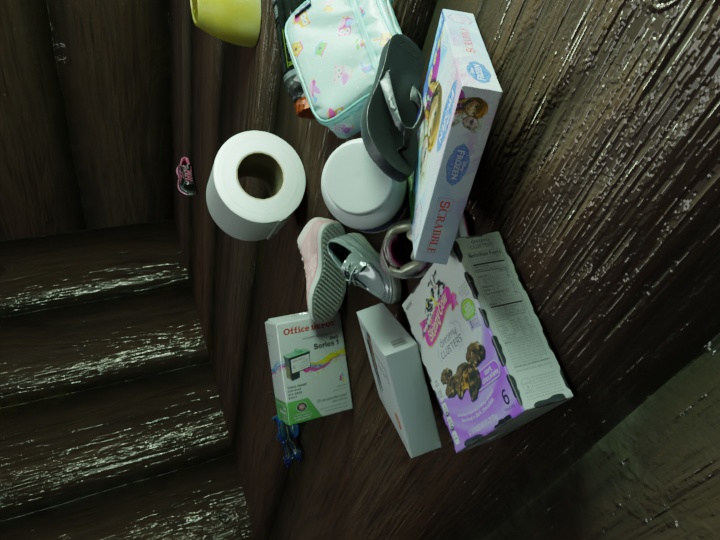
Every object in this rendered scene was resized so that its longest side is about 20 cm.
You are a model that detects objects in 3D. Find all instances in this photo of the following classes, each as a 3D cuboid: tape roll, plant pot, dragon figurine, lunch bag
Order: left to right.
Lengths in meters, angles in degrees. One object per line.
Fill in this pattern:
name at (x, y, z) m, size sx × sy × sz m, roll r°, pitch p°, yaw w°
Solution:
plant pot at (-0.334, -0.648, 1.439) m, size 0.200 × 0.139 × 0.205 m, roll -142°, pitch 48°, yaw -57°
tape roll at (-0.230, -0.181, 1.297) m, size 0.139 × 0.198 × 0.208 m, roll 146°, pitch 112°, yaw -65°
dragon figurine at (-0.204, 0.435, 1.639) m, size 0.099 × 0.058 × 0.206 m, roll -171°, pitch 73°, yaw -66°
lunch bag at (-0.013, -0.305, 0.822) m, size 0.158 × 0.077 × 0.204 m, roll -27°, pitch 72°, yaw 23°

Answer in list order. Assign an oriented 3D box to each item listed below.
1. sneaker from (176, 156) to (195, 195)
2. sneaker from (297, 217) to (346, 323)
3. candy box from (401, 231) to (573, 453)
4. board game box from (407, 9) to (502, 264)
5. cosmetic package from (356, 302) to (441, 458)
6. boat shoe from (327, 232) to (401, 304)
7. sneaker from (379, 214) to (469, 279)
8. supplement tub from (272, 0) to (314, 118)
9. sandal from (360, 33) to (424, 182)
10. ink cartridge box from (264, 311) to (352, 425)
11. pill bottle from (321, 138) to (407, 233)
sneaker at (-0.779, -0.426, 2.661) m, size 0.096 × 0.077 × 0.203 m, roll -57°, pitch 47°, yaw 42°
sneaker at (-0.079, -0.007, 1.163) m, size 0.104 × 0.074 × 0.206 m, roll 30°, pitch 118°, yaw 56°
candy box at (0.136, 0.087, 0.699) m, size 0.169 × 0.070 × 0.204 m, roll 119°, pitch 136°, yaw -56°
board game box at (0.093, -0.150, 0.658) m, size 0.202 × 0.040 × 0.203 m, roll -89°, pitch 8°, yaw -50°
cosmetic package at (0.051, 0.150, 0.863) m, size 0.200 × 0.051 × 0.154 m, roll -132°, pitch 25°, yaw -74°
boat shoe at (0.000, -0.001, 0.985) m, size 0.201 × 0.070 × 0.072 m, roll -133°, pitch 40°, yaw -53°
sneaker at (0.063, -0.033, 0.805) m, size 0.200 × 0.086 × 0.084 m, roll 150°, pitch 109°, yaw -66°
supplement tub at (-0.072, -0.359, 0.958) m, size 0.122 × 0.120 × 0.206 m, roll 178°, pitch 83°, yaw -66°
sandal at (0.044, -0.199, 0.689) m, size 0.043 × 0.075 × 0.205 m, roll -27°, pitch 50°, yaw 50°
ink cartridge box at (-0.105, 0.191, 1.210) m, size 0.084 × 0.142 × 0.206 m, roll -2°, pitch 96°, yaw 65°
pill bottle at (0.008, -0.109, 0.781) m, size 0.200 × 0.108 × 0.114 m, roll -12°, pitch -87°, yaw -84°
